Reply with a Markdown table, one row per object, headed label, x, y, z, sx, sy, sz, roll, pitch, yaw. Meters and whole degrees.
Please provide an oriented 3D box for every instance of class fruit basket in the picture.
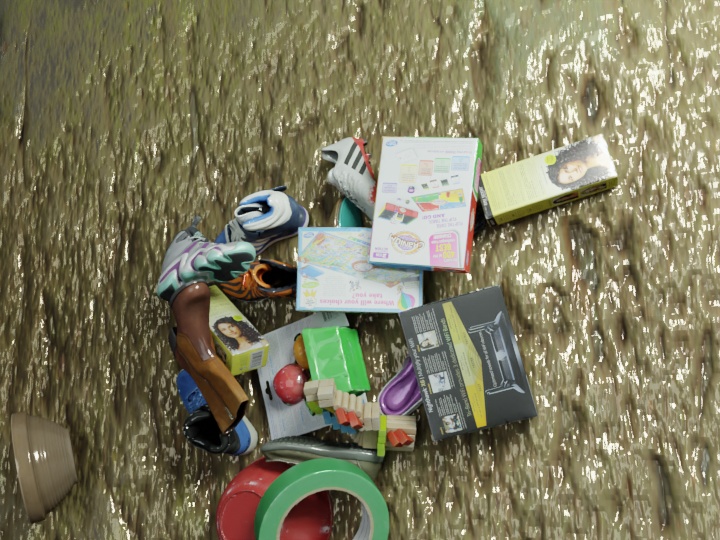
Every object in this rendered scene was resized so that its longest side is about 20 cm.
| label | x | y | z | sx | sy | sz | roll | pitch | yaw |
| --- | --- | --- | --- | --- | --- | --- | --- | --- | --- |
| fruit basket | -0.084 | 0.173 | 1.274 | 0.200 | 0.094 | 0.185 | -26 | 69 | 33 |

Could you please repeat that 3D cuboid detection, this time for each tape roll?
| label | x | y | z | sx | sy | sz | roll | pitch | yaw |
| --- | --- | --- | --- | --- | --- | --- | --- | --- | --- |
| tape roll | -0.057 | 0.385 | 1.158 | 0.200 | 0.048 | 0.201 | -3 | 101 | -15 |

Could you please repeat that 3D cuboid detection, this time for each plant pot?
| label | x | y | z | sx | sy | sz | roll | pitch | yaw |
| --- | --- | --- | --- | --- | --- | --- | --- | --- | --- |
| plant pot | -0.573 | 0.351 | 1.409 | 0.093 | 0.201 | 0.201 | -10 | 71 | -21 |

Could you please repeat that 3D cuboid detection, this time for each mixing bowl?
| label | x | y | z | sx | sy | sz | roll | pitch | yaw |
| --- | --- | --- | --- | --- | --- | --- | --- | --- | --- |
| mixing bowl | -0.156 | 0.398 | 1.235 | 0.200 | 0.108 | 0.200 | -4 | 79 | 22 |

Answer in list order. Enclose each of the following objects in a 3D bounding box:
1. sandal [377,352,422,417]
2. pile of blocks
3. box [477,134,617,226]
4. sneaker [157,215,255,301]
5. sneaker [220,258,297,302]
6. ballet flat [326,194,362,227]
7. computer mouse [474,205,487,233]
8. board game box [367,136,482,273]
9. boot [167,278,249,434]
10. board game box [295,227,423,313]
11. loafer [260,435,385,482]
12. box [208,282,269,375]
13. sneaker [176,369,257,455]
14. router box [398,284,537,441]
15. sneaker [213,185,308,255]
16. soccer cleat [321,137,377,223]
| label | x | y | z | sx | sy | sz | roll | pitch | yaw |
| --- | --- | --- | --- | --- | --- | --- | --- | --- | --- |
| sandal | 0.098 | 0.153 | 1.206 | 0.082 | 0.050 | 0.203 | 35 | 94 | 25 |
| pile of blocks | -0.003 | 0.236 | 1.170 | 0.200 | 0.062 | 0.082 | 26 | 109 | -7 |
| box | 0.280 | -0.135 | 1.169 | 0.200 | 0.050 | 0.075 | -19 | 72 | 14 |
| sneaker | -0.266 | -0.041 | 1.309 | 0.200 | 0.078 | 0.140 | -22 | 53 | 21 |
| sneaker | -0.171 | 0.010 | 1.316 | 0.200 | 0.112 | 0.078 | -2 | 79 | 23 |
| ballet flat | -0.029 | -0.025 | 1.298 | 0.072 | 0.068 | 0.200 | -22 | 75 | 38 |
| computer mouse | 0.097 | -0.102 | 1.263 | 0.200 | 0.046 | 0.140 | 44 | 94 | 13 |
| board game box | 0.098 | -0.101 | 1.168 | 0.153 | 0.040 | 0.200 | 5 | 84 | 20 |
| boot | -0.239 | 0.136 | 1.216 | 0.200 | 0.068 | 0.188 | 52 | 133 | 29 |
| board game box | 0.000 | 0.000 | 1.221 | 0.200 | 0.034 | 0.135 | 1 | 84 | 6 |
| loafer | -0.063 | 0.306 | 1.218 | 0.200 | 0.075 | 0.070 | 5 | 88 | 10 |
| box | -0.240 | 0.097 | 1.321 | 0.200 | 0.075 | 0.050 | 39 | 130 | 38 |
| sneaker | -0.269 | 0.236 | 1.313 | 0.077 | 0.111 | 0.200 | -47 | 66 | 8 |
| router box | 0.160 | 0.137 | 1.146 | 0.157 | 0.052 | 0.200 | -15 | 87 | 10 |
| sneaker | -0.200 | -0.081 | 1.328 | 0.200 | 0.146 | 0.081 | -20 | 72 | 18 |
| soccer cleat | -0.008 | -0.142 | 1.276 | 0.085 | 0.069 | 0.200 | -13 | 56 | -9 |
